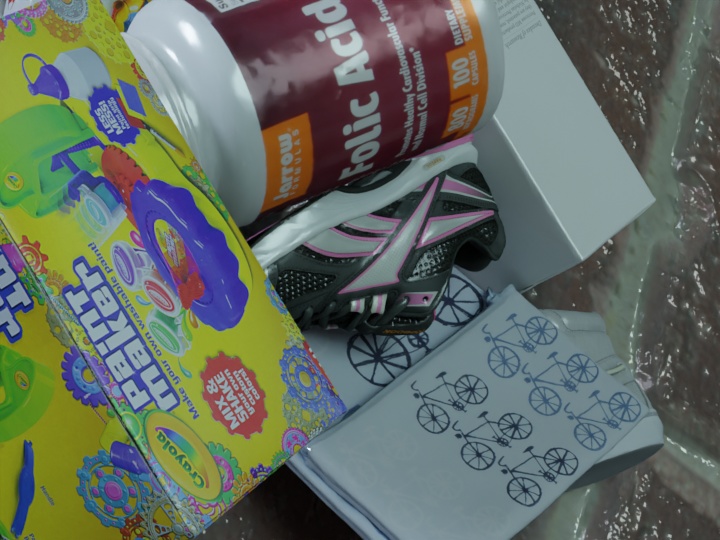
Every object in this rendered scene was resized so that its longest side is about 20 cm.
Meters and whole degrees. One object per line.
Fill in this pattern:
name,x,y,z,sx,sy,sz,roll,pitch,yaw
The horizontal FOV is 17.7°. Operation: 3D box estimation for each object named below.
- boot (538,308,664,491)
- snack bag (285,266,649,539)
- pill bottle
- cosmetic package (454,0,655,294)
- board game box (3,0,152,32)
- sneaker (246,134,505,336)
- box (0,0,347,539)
boot,0.075,0.077,1.244,0.199,0.074,0.096,-10,68,-45
snack bag,0.025,0.054,1.179,0.200,0.021,0.188,41,47,16
pill bottle,-0.041,-0.088,1.093,0.199,0.114,0.115,-23,87,-26
cosmetic package,0.056,-0.088,1.262,0.085,0.107,0.200,-38,99,-42
board game box,-0.117,-0.146,1.194,0.126,0.035,0.201,23,59,-31
sneaker,0.000,0.000,1.155,0.200,0.080,0.087,-32,91,-27
box,-0.149,0.029,0.912,0.201,0.192,0.122,59,35,-3
